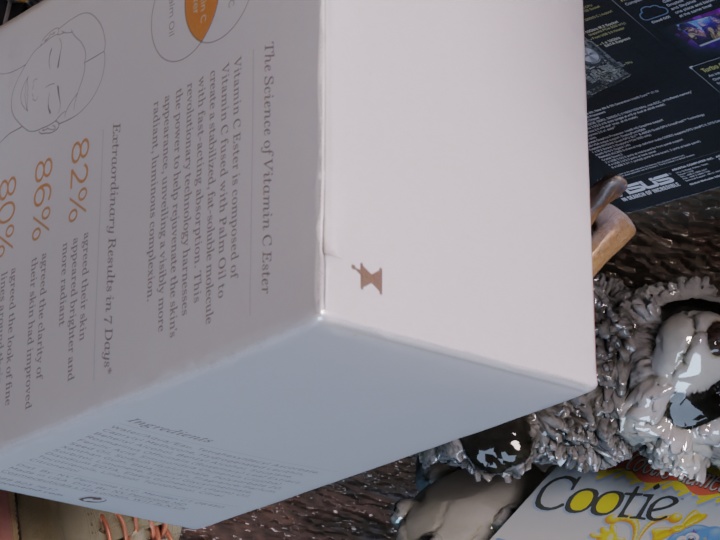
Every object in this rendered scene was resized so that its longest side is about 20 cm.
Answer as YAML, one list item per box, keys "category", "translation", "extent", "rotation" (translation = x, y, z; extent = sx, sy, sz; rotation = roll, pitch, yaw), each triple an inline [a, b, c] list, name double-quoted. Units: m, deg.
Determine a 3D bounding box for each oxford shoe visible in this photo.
- category: "oxford shoe"
  translation: [-0.109, 0.098, 1.136]
  extent: [0.074, 0.071, 0.200]
  rotation: [5, -167, 1]

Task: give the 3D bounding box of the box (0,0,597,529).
- category: "box"
  translation: [-0.033, -0.019, 0.892]
  extent: [0.106, 0.152, 0.200]
  rotation: [16, 155, -37]

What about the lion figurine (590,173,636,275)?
- category: "lion figurine"
  translation: [0.000, 0.000, 0.988]
  extent: [0.072, 0.122, 0.200]
  rotation: [50, 160, -23]

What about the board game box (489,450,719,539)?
- category: "board game box"
  translation: [0.134, 0.177, 1.170]
  extent: [0.105, 0.103, 0.200]
  rotation: [11, 133, 42]

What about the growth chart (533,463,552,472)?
- category: "growth chart"
  translation: [0.140, 0.091, 1.256]
  extent: [0.200, 0.018, 0.145]
  rotation: [29, 146, -26]

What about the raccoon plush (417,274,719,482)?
- category: "raccoon plush"
  translation: [0.086, 0.039, 1.137]
  extent: [0.134, 0.097, 0.200]
  rotation: [10, 178, -17]

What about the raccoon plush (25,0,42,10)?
- category: "raccoon plush"
  translation: [-0.141, -0.011, 1.019]
  extent: [0.134, 0.200, 0.097]
  rotation: [-25, 152, -4]

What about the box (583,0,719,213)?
- category: "box"
  translation: [0.115, -0.095, 0.917]
  extent: [0.200, 0.044, 0.160]
  rotation: [-17, 138, 42]

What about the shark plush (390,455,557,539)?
- category: "shark plush"
  translation: [0.056, 0.129, 1.179]
  extent: [0.091, 0.200, 0.083]
  rotation: [-5, 102, 16]

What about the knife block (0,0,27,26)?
- category: "knife block"
  translation: [-0.139, -0.140, 0.922]
  extent: [0.175, 0.064, 0.200]
  rotation: [-7, 145, 30]
